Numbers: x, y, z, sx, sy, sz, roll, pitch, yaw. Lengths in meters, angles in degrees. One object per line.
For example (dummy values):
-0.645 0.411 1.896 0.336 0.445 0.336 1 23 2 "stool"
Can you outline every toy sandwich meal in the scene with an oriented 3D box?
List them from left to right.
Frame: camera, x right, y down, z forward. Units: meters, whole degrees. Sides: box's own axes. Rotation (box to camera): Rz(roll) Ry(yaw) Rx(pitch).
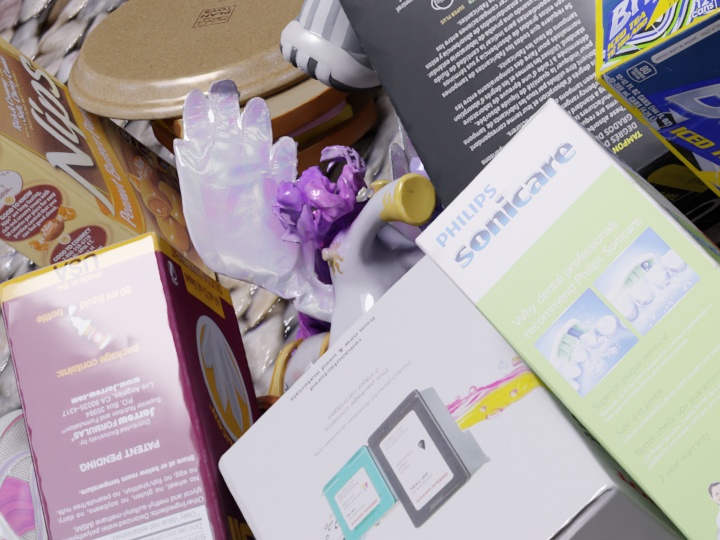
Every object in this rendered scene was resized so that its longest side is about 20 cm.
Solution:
-0.072 -0.115 1.613 0.205 0.070 0.205 -13 27 7 "toy sandwich meal"

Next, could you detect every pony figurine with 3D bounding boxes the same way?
0.000 0.000 1.384 0.200 0.166 0.193 172 99 -65 "pony figurine"

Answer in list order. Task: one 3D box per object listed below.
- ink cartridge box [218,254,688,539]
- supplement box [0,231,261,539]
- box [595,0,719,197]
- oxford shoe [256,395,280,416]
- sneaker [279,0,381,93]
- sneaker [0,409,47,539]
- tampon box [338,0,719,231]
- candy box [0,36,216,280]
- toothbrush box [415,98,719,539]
0.061 0.122 1.197 0.146 0.147 0.200 -45 35 8 "ink cartridge box"
-0.094 0.098 1.303 0.086 0.110 0.200 -19 70 12 "supplement box"
0.184 -0.060 1.176 0.070 0.200 0.064 -28 40 31 "box"
-0.071 0.103 1.411 0.073 0.071 0.200 -33 28 -25 "oxford shoe"
0.040 -0.169 1.465 0.200 0.075 0.116 -33 -32 -55 "sneaker"
-0.148 0.138 1.498 0.088 0.081 0.200 -39 41 9 "sneaker"
0.094 -0.109 1.300 0.126 0.150 0.200 -34 73 25 "tampon box"
-0.173 -0.053 1.586 0.055 0.200 0.116 -40 36 18 "candy box"
0.136 0.042 1.125 0.086 0.146 0.200 -47 59 6 "toothbrush box"
